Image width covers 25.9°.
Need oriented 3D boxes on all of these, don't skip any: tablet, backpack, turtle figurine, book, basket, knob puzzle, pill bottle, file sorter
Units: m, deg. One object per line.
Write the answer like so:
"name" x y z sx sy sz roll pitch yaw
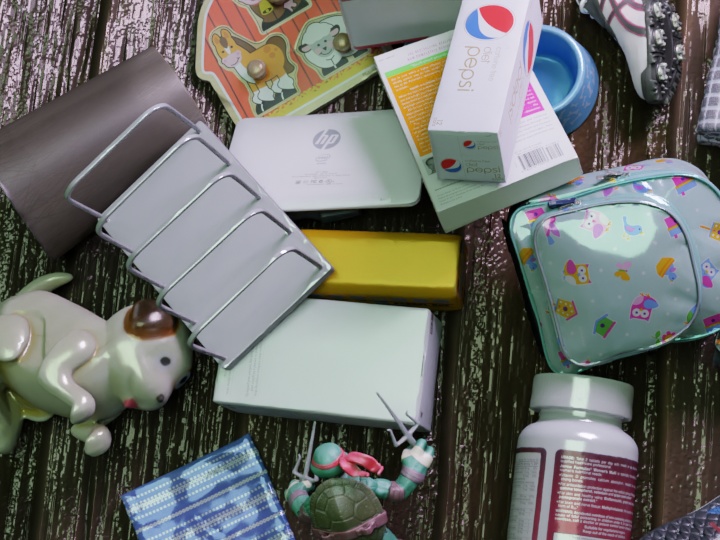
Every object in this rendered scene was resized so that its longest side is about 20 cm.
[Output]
"tablet" -0.034 -0.107 1.507 0.200 0.014 0.130 -2 49 13
"backpack" 0.243 -0.008 1.399 0.200 0.153 0.176 -16 97 1
"turtle figurine" -0.007 0.213 1.406 0.150 0.101 0.200 -8 112 25
"book" 0.105 -0.140 1.429 0.134 0.048 0.200 -22 50 3
"basket" -0.258 -0.120 1.540 0.200 0.180 0.136 -34 81 -9
"knob puzzle" -0.084 -0.251 1.592 0.219 0.030 0.220 -3 77 12
"pill bottle" 0.189 0.197 1.393 0.109 0.110 0.200 5 79 13
"file sorter" -0.151 -0.035 1.424 0.139 0.125 0.200 -43 72 3

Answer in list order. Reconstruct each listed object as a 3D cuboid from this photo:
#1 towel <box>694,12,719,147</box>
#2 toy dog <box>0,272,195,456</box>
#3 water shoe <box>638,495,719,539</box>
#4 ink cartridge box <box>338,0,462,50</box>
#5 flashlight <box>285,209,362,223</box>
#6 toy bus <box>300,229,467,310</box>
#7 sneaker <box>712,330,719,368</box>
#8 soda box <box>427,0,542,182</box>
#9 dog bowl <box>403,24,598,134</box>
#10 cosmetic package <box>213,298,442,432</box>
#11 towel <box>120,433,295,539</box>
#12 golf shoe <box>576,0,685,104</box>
"towel" 0.423 -0.181 1.442 0.200 0.086 0.166 11 81 14
"toy dog" -0.259 0.089 1.513 0.200 0.140 0.194 -1 41 13
"water shoe" 0.327 0.247 1.382 0.200 0.079 0.072 -17 31 -10
"ink cartridge box" 0.050 -0.326 1.524 0.145 0.083 0.200 -9 58 9
"flashlight" -0.100 -0.059 1.538 0.200 0.068 0.068 -11 45 5
"toy bus" 0.000 0.000 1.492 0.200 0.078 0.065 2 78 12
"sneaker" 0.373 0.105 1.401 0.112 0.078 0.200 -1 67 16
"soda box" 0.113 -0.174 1.386 0.064 0.068 0.200 4 54 16
"dog bowl" 0.131 -0.195 1.524 0.200 0.050 0.112 12 80 15
"cosmetic package" -0.029 0.087 1.479 0.200 0.081 0.113 7 79 12
"towel" -0.132 0.274 1.488 0.145 0.024 0.200 -26 74 4
"golf shoe" 0.258 -0.248 1.508 0.088 0.077 0.200 -14 72 29
